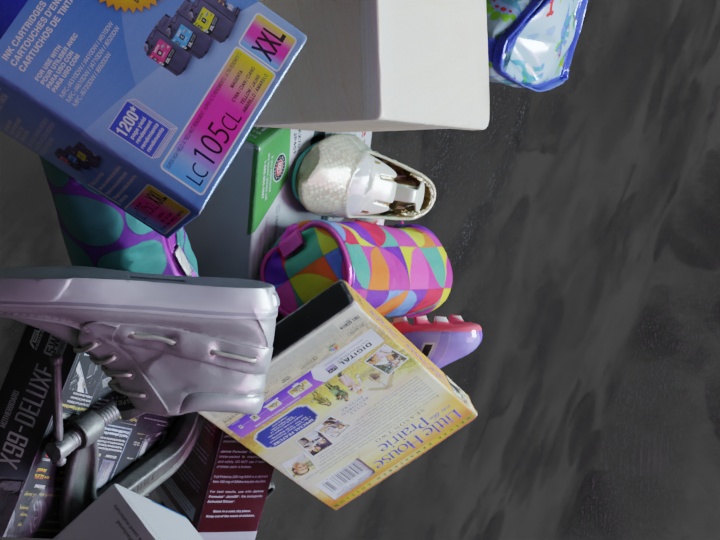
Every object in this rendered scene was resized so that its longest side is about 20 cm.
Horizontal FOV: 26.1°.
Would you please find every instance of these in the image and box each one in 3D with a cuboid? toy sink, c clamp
[{"bbox_3d":[0.005,-0.166,1.120,0.200,0.112,0.130,-8,97,-64],"label":"toy sink"},{"bbox_3d":[-0.161,0.109,1.116,0.200,0.027,0.171,-30,136,-57],"label":"c clamp"}]

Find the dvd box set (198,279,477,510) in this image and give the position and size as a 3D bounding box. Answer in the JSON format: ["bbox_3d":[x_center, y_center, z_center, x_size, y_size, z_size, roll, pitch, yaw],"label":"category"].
[{"bbox_3d":[-0.017,0.100,1.190,0.146,0.029,0.200,-35,137,12],"label":"dvd box set"}]

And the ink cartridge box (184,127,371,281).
[{"bbox_3d":[-0.068,-0.087,1.231,0.200,0.083,0.147,-45,149,-50],"label":"ink cartridge box"}]

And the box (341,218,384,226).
[{"bbox_3d":[-0.054,0.039,1.368,0.103,0.095,0.200,-39,143,-54],"label":"box"}]

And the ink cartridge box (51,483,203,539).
[{"bbox_3d":[-0.201,0.259,1.111,0.200,0.086,0.146,-43,157,-2],"label":"ink cartridge box"}]

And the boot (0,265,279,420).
[{"bbox_3d":[-0.153,0.050,0.991,0.074,0.200,0.096,-143,-122,-79],"label":"boot"}]

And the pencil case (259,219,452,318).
[{"bbox_3d":[0.000,0.000,1.235,0.200,0.088,0.088,-1,110,-65],"label":"pencil case"}]

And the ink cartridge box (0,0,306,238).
[{"bbox_3d":[-0.151,-0.130,0.886,0.136,0.200,0.076,-62,-168,-23],"label":"ink cartridge box"}]

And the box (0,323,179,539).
[{"bbox_3d":[-0.199,0.117,1.138,0.158,0.050,0.200,-68,159,-3],"label":"box"}]

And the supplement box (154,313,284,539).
[{"bbox_3d":[-0.108,0.107,1.255,0.061,0.109,0.200,4,111,-32],"label":"supplement box"}]

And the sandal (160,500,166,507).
[{"bbox_3d":[-0.153,0.234,1.311,0.201,0.080,0.057,-46,132,-48],"label":"sandal"}]

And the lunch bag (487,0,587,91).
[{"bbox_3d":[0.091,-0.229,1.375,0.200,0.170,0.127,-30,137,-57],"label":"lunch bag"}]

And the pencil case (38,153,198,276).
[{"bbox_3d":[-0.158,-0.051,1.023,0.200,0.092,0.085,84,23,-52],"label":"pencil case"}]

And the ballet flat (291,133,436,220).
[{"bbox_3d":[0.011,-0.071,1.238,0.200,0.062,0.067,-5,109,-69],"label":"ballet flat"}]

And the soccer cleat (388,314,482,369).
[{"bbox_3d":[0.008,0.082,1.261,0.067,0.200,0.076,2,79,-69],"label":"soccer cleat"}]

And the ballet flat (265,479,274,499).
[{"bbox_3d":[-0.147,0.244,1.378,0.200,0.057,0.066,-55,154,-34],"label":"ballet flat"}]
